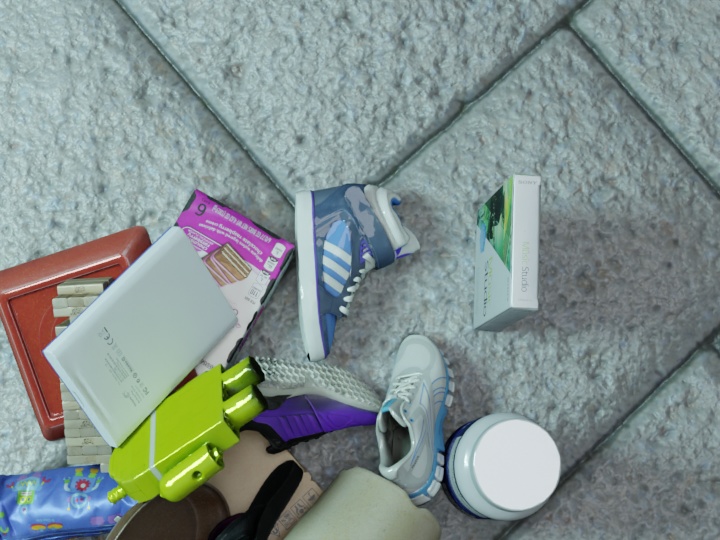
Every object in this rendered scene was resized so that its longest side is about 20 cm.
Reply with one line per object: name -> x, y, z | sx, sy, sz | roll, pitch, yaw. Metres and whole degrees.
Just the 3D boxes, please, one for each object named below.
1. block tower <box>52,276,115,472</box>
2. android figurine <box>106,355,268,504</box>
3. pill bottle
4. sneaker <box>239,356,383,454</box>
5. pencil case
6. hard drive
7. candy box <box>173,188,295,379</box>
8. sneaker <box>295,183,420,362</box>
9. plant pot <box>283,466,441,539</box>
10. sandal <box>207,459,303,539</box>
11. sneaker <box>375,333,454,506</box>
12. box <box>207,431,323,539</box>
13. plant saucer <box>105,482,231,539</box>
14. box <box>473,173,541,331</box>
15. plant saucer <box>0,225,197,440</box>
block tower -> -0.289, 0.113, 1.564 | 0.057, 0.054, 0.203 | -3, 100, 10
android figurine -> -0.183, 0.170, 1.508 | 0.199, 0.182, 0.041 | -36, 114, 7
pill bottle -> 0.153, 0.215, 1.592 | 0.114, 0.200, 0.118 | 1, 81, -5
sneaker -> -0.068, 0.160, 1.637 | 0.198, 0.070, 0.100 | 13, 113, -31
pencil case -> -0.305, 0.257, 1.589 | 0.197, 0.079, 0.087 | -6, 38, 6
hard drive -> -0.229, 0.069, 1.544 | 0.200, 0.025, 0.133 | -47, 122, -30
candy box -> -0.179, 0.029, 1.662 | 0.135, 0.061, 0.202 | 29, 81, 2
sneaker -> 0.000, 0.000, 1.673 | 0.144, 0.081, 0.203 | -3, 82, -6
plant pot -> -0.012, 0.323, 1.579 | 0.199, 0.201, 0.184 | 34, 69, 1
sandal -> -0.130, 0.278, 1.571 | 0.048, 0.075, 0.201 | 44, 47, -15
sneaker -> 0.054, 0.153, 1.622 | 0.074, 0.087, 0.202 | -17, 53, 28
box -> -0.161, 0.263, 1.647 | 0.200, 0.021, 0.164 | -41, 87, -9
plant saucer -> -0.219, 0.310, 1.548 | 0.036, 0.200, 0.202 | 23, 78, 33
box -> 0.162, -0.015, 1.629 | 0.036, 0.200, 0.147 | 4, 80, -8
plant saucer -> -0.298, 0.075, 1.604 | 0.197, 0.037, 0.202 | -17, 98, 11
